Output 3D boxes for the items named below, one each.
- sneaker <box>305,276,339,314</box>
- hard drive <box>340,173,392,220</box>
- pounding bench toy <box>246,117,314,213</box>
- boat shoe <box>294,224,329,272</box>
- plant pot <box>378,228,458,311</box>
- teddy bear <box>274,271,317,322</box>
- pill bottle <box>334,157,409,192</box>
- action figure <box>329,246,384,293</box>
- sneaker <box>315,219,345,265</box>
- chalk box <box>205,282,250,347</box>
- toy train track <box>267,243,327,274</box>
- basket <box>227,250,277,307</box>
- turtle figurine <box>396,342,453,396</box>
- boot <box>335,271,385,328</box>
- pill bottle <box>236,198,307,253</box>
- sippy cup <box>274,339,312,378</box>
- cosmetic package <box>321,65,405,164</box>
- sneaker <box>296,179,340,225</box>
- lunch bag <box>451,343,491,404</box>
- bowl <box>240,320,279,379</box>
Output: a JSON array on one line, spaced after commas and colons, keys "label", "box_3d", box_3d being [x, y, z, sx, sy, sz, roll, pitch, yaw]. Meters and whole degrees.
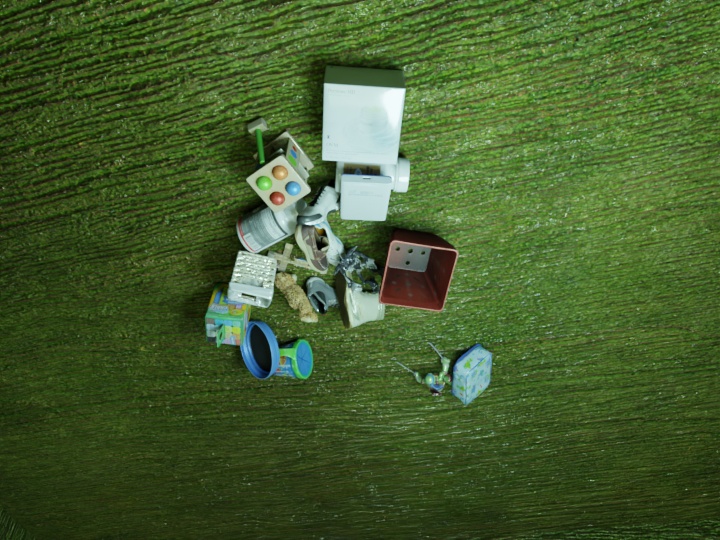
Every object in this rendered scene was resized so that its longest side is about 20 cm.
[{"label": "sneaker", "box_3d": [-0.097, 0.111, 1.762, 0.197, 0.117, 0.075, 28, 125, -21]}, {"label": "hard drive", "box_3d": [0.011, -0.193, 1.446, 0.129, 0.026, 0.201, 2, 158, -2]}, {"label": "pounding bench toy", "box_3d": [-0.233, -0.283, 1.417, 0.123, 0.158, 0.201, -27, 124, 21]}, {"label": "boat shoe", "box_3d": [-0.119, -0.063, 1.529, 0.070, 0.073, 0.201, -6, 143, 16]}, {"label": "plant pot", "box_3d": [0.158, -0.021, 1.604, 0.195, 0.177, 0.204, 8, 117, -7]}, {"label": "teddy bear", "box_3d": [-0.197, 0.084, 1.725, 0.066, 0.201, 0.145, -38, 157, 6]}, {"label": "pill bottle", "box_3d": [0.031, -0.264, 1.461, 0.195, 0.116, 0.116, 3, 130, -3]}, {"label": "action figure", "box_3d": [0.000, 0.000, 1.653, 0.198, 0.102, 0.120, 23, 109, -42]}, {"label": "sneaker", "box_3d": [-0.105, -0.081, 1.630, 0.075, 0.082, 0.202, -20, 128, 14]}, {"label": "chalk box", "box_3d": [-0.429, 0.156, 1.742, 0.121, 0.202, 0.127, 6, 130, -6]}, {"label": "toy train track", "box_3d": [-0.200, -0.020, 1.710, 0.196, 0.033, 0.116, 15, 128, -13]}, {"label": "basket", "box_3d": [-0.327, 0.029, 1.638, 0.133, 0.126, 0.200, 13, 167, -11]}, {"label": "turtle figurine", "box_3d": [0.275, 0.371, 2.003, 0.145, 0.200, 0.193, -51, 142, 3]}, {"label": "boot", "box_3d": [0.003, 0.075, 1.753, 0.152, 0.072, 0.205, -9, 91, -32]}, {"label": "pill bottle", "box_3d": [-0.251, -0.142, 1.559, 0.197, 0.115, 0.114, -25, 125, 19]}, {"label": "sippy cup", "box_3d": [-0.255, 0.322, 1.932, 0.128, 0.140, 0.181, -9, 118, 22]}, {"label": "cosmetic package", "box_3d": [0.004, -0.389, 1.356, 0.194, 0.124, 0.203, 2, 128, -3]}, {"label": "sneaker", "box_3d": [-0.114, -0.188, 1.492, 0.072, 0.200, 0.081, 10, 125, 30]}, {"label": "lunch bag", "box_3d": [0.409, 0.378, 1.967, 0.159, 0.082, 0.203, -33, 136, -25]}, {"label": "bowl", "box_3d": [-0.347, 0.271, 1.859, 0.039, 0.201, 0.203, -15, 143, -43]}]
